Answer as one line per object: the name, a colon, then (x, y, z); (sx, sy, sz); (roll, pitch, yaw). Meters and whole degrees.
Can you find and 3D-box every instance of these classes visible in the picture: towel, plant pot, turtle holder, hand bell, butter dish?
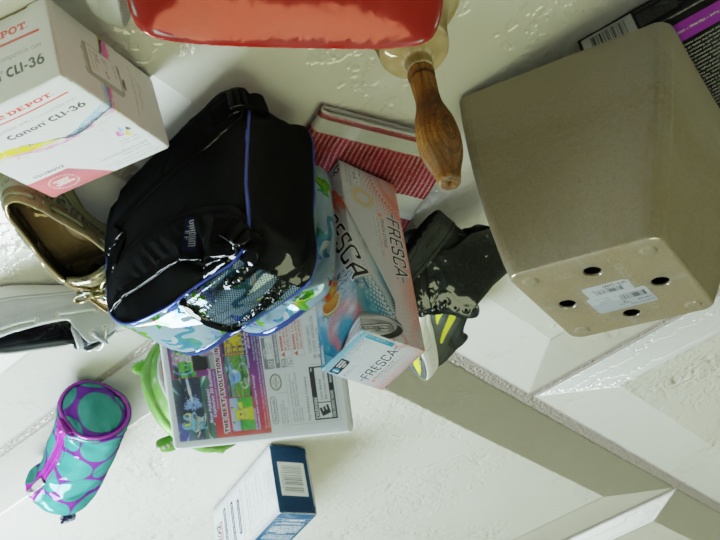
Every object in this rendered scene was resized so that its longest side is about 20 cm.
towel: (-0.013, -0.070, 0.984); (0.142, 0.023, 0.201); (10, 136, -23)
plant pot: (0.216, -0.058, 0.892); (0.198, 0.179, 0.200); (-16, 144, 32)
turtle holder: (-0.138, 0.119, 1.092); (0.131, 0.142, 0.185); (-36, 136, 27)
hand bell: (0.047, -0.141, 0.757); (0.103, 0.202, 0.105); (-7, 143, -6)
butter dish: (-0.055, -0.243, 0.657); (0.197, 0.148, 0.202); (-2, 98, -14)

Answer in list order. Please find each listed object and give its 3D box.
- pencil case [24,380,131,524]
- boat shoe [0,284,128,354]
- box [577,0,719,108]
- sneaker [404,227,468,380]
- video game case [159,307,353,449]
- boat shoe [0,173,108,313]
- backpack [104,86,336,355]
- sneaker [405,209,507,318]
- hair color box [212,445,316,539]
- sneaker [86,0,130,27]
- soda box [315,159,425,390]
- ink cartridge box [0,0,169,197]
pencil case: (-0.336, 0.214, 1.203); (0.092, 0.085, 0.201); (-19, 153, -41)
boat shoe: (-0.280, 0.050, 1.020); (0.197, 0.069, 0.072); (-1, 142, -15)
box: (0.300, -0.174, 0.925); (0.142, 0.036, 0.200); (-27, 139, 20)
sneaker: (0.075, 0.026, 1.105); (0.084, 0.074, 0.202); (-32, 140, -27)
video game case: (-0.107, 0.065, 0.988); (0.180, 0.203, 0.023); (-7, -177, 9)
boat shoe: (-0.261, -0.016, 0.925); (0.073, 0.063, 0.201); (-26, 132, 12)
backpack: (-0.120, -0.024, 0.877); (0.199, 0.185, 0.146); (-30, 139, 31)
sneaker: (0.074, 0.023, 0.996); (0.104, 0.060, 0.201); (36, 95, -10)
hair color box: (-0.135, 0.334, 1.403); (0.060, 0.101, 0.200); (11, 138, -29)
sneaker: (-0.211, -0.249, 0.667); (0.114, 0.074, 0.201); (5, 146, 1)
soda box: (0.000, 0.000, 0.894); (0.068, 0.202, 0.064); (20, 131, -29)
ink cartridge box: (-0.242, -0.128, 0.750); (0.115, 0.068, 0.200); (-21, 163, 12)
